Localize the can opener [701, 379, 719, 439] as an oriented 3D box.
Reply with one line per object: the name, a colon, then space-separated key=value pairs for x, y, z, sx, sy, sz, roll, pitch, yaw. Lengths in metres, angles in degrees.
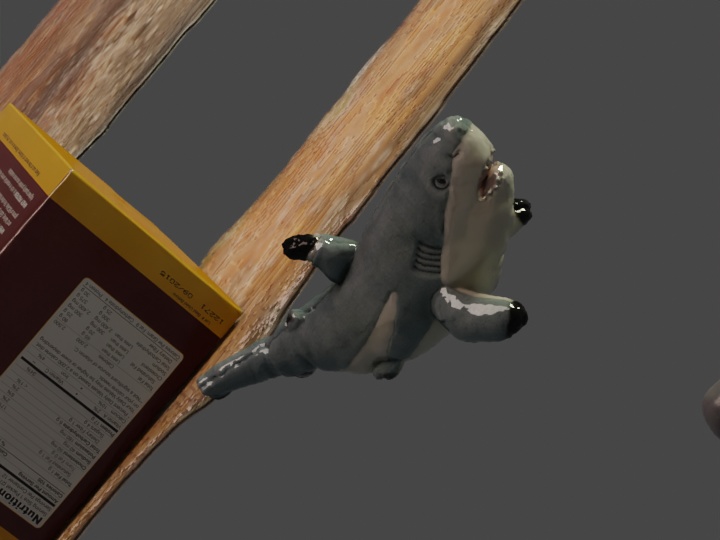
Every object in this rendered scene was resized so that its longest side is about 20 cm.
can opener: x=0.190 y=-0.014 z=0.726 sx=0.200 sy=0.067 sz=0.053 roll=-44 pitch=24 yaw=10

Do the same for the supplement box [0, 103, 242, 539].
supplement box: x=-0.205 y=0.035 z=1.237 sx=0.200 sy=0.133 sz=0.197 roll=-49 pitch=25 yaw=-1

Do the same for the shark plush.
shark plush: x=0.000 y=0.000 z=1.004 sx=0.200 sy=0.083 sz=0.091 roll=-27 pitch=33 yaw=40
